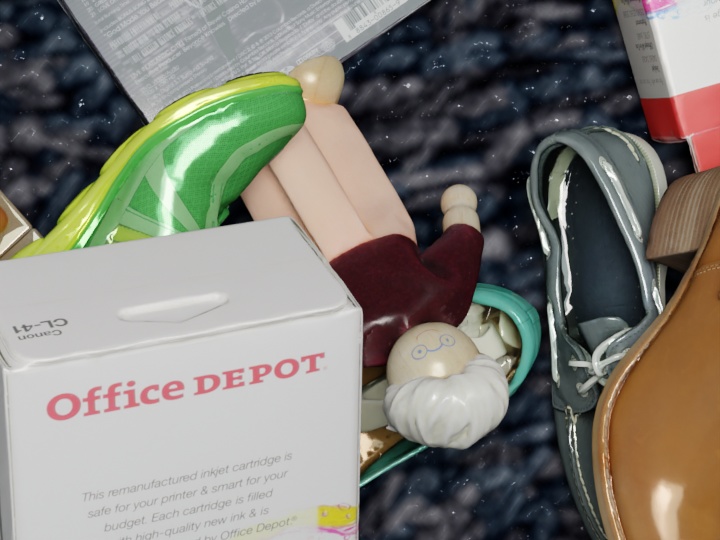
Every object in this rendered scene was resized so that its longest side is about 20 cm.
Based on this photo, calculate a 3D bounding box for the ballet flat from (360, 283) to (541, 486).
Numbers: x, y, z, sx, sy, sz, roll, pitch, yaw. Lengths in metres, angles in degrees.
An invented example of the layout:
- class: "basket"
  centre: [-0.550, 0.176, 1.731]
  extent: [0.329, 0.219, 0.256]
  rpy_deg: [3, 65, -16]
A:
- class: "ballet flat"
  centre: [-0.007, 0.064, 1.308]
  extent: [0.200, 0.070, 0.067]
  rpy_deg: [-31, 88, -8]

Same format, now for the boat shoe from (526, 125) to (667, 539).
- class: "boat shoe"
  centre: [0.105, 0.033, 1.316]
  extent: [0.073, 0.062, 0.201]
  rpy_deg: [-10, 78, 30]

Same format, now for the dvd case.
- class: "dvd case"
  centre: [-0.078, -0.167, 1.355]
  extent: [0.149, 0.016, 0.200]
  rpy_deg: [-35, 89, -8]

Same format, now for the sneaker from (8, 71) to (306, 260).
- class: "sneaker"
  centre: [-0.090, -0.002, 1.262]
  extent: [0.084, 0.074, 0.200]
  rpy_deg: [43, 87, 7]

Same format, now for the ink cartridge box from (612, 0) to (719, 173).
- class: "ink cartridge box"
  centre: [0.175, -0.130, 1.343]
  extent: [0.116, 0.067, 0.201]
  rpy_deg: [-16, 95, -7]

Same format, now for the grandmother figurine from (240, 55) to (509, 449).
- class: "grandmother figurine"
  centre: [0.000, 0.000, 1.279]
  extent: [0.121, 0.061, 0.200]
  rpy_deg: [-33, 55, -1]

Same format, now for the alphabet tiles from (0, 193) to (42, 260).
- class: "alphabet tiles"
  centre: [-0.181, 0.062, 1.294]
  extent: [0.167, 0.008, 0.200]
  rpy_deg: [-43, 84, -6]

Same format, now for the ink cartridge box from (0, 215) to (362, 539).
- class: "ink cartridge box"
  centre: [-0.080, 0.091, 1.207]
  extent: [0.147, 0.086, 0.201]
  rpy_deg: [-10, 121, -19]

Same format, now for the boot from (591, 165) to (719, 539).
- class: "boot"
  centre: [0.177, 0.043, 1.227]
  extent: [0.077, 0.155, 0.201]
  rpy_deg: [22, 74, -31]
